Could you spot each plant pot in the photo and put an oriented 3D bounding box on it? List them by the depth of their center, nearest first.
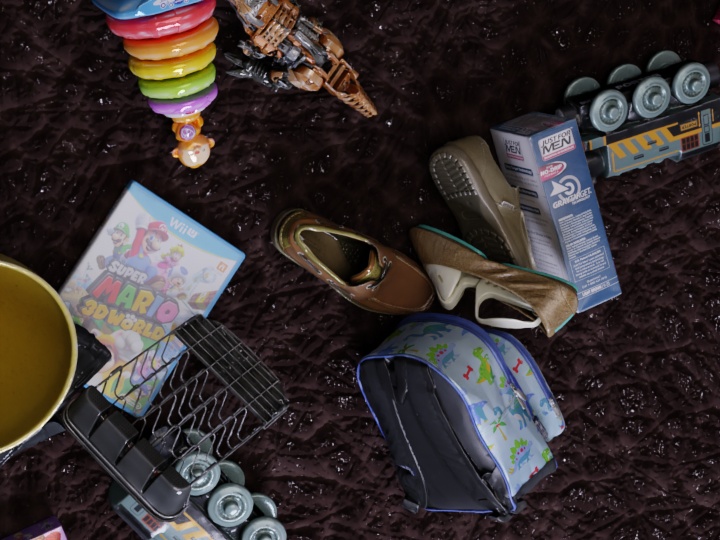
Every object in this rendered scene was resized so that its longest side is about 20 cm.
[{"bbox_3d":[-0.377,0.056,1.585,0.199,0.142,0.201,-10,116,-21],"label":"plant pot"}]

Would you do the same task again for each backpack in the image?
[{"bbox_3d":[0.101,0.139,1.781,0.147,0.183,0.200,-42,114,-34],"label":"backpack"}]

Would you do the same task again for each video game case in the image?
[{"bbox_3d":[-0.226,0.030,1.716,0.143,0.018,0.200,34,86,-22],"label":"video game case"}]

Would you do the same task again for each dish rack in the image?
[{"bbox_3d":[-0.172,0.134,1.670,0.153,0.055,0.200,45,46,8],"label":"dish rack"}]

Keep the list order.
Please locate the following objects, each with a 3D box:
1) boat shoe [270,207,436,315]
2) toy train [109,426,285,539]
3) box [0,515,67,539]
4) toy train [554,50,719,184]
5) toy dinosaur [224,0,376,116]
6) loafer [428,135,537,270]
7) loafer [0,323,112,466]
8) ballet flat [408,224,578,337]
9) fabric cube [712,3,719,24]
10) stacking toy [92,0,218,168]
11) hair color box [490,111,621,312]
[{"bbox_3d":[0.000,0.000,1.771,0.200,0.068,0.072,23,89,-24],"label":"boat shoe"},{"bbox_3d":[-0.163,0.249,1.744,0.114,0.085,0.200,-41,113,3],"label":"toy train"},{"bbox_3d":[-0.370,0.350,1.707,0.200,0.039,0.137,-24,107,-15],"label":"box"},{"bbox_3d":[0.305,-0.164,1.857,0.200,0.085,0.114,-19,116,-17],"label":"toy train"},{"bbox_3d":[-0.062,-0.209,1.666,0.102,0.136,0.200,-37,121,-16],"label":"toy dinosaur"},{"bbox_3d":[0.143,-0.058,1.810,0.067,0.076,0.200,-45,123,-32],"label":"loafer"},{"bbox_3d":[-0.320,0.142,1.665,0.070,0.068,0.201,36,94,-20],"label":"loafer"},{"bbox_3d":[0.127,0.017,1.771,0.200,0.068,0.072,23,74,17],"label":"ballet flat"},{"bbox_3d":[0.544,-0.316,1.854,0.196,0.200,0.200,25,91,-24],"label":"fabric cube"},{"bbox_3d":[-0.180,-0.191,1.660,0.116,0.110,0.201,-19,117,-20],"label":"stacking toy"},{"bbox_3d":[0.209,-0.064,1.823,0.060,0.100,0.200,-23,107,-17],"label":"hair color box"}]
